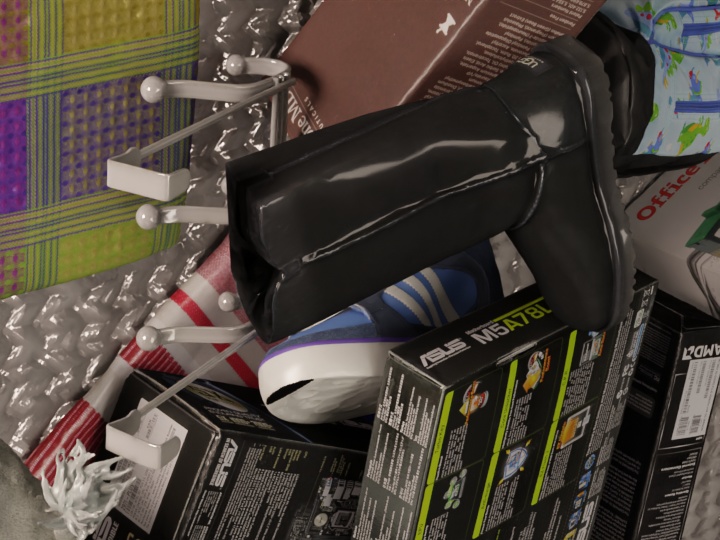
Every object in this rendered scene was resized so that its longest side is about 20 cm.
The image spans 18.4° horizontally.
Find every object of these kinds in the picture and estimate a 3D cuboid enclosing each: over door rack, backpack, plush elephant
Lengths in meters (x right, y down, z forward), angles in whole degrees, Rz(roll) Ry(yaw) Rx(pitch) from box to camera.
[{"bbox_3d":[-0.089,-0.014,1.095,0.200,0.067,0.148,-52,148,-64],"label":"over door rack"},{"bbox_3d":[0.139,-0.113,1.258,0.200,0.163,0.154,16,85,-51],"label":"backpack"},{"bbox_3d":[-0.222,0.111,1.056,0.200,0.155,0.165,-46,-172,30],"label":"plush elephant"}]

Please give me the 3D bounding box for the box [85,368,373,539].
[{"bbox_3d":[-0.076,0.169,1.215,0.164,0.086,0.200,13,102,-43],"label":"box"}]

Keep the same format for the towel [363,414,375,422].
[{"bbox_3d":[0.047,0.125,1.361,0.148,0.050,0.200,1,110,-41],"label":"towel"}]

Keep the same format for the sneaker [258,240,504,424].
[{"bbox_3d":[0.000,0.000,1.217,0.200,0.081,0.147,-2,69,-49],"label":"sneaker"}]

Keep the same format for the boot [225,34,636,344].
[{"bbox_3d":[0.035,-0.009,1.092,0.200,0.066,0.165,-26,119,-26],"label":"boot"}]

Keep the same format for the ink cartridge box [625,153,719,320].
[{"bbox_3d":[0.277,-0.016,1.393,0.146,0.200,0.084,-43,129,-19],"label":"ink cartridge box"}]

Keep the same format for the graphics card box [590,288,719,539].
[{"bbox_3d":[0.153,0.105,1.392,0.051,0.125,0.200,-6,113,-36],"label":"graphics card box"}]

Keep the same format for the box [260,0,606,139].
[{"bbox_3d":[0.044,-0.130,1.144,0.075,0.100,0.200,14,125,-40],"label":"box"}]

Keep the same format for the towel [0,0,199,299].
[{"bbox_3d":[-0.142,-0.090,1.107,0.144,0.023,0.200,-17,122,-36],"label":"towel"}]

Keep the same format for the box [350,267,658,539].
[{"bbox_3d":[0.074,0.106,1.222,0.193,0.047,0.200,-22,133,-42],"label":"box"}]

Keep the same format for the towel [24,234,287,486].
[{"bbox_3d":[-0.095,0.090,1.237,0.200,0.023,0.144,-49,133,-12],"label":"towel"}]
